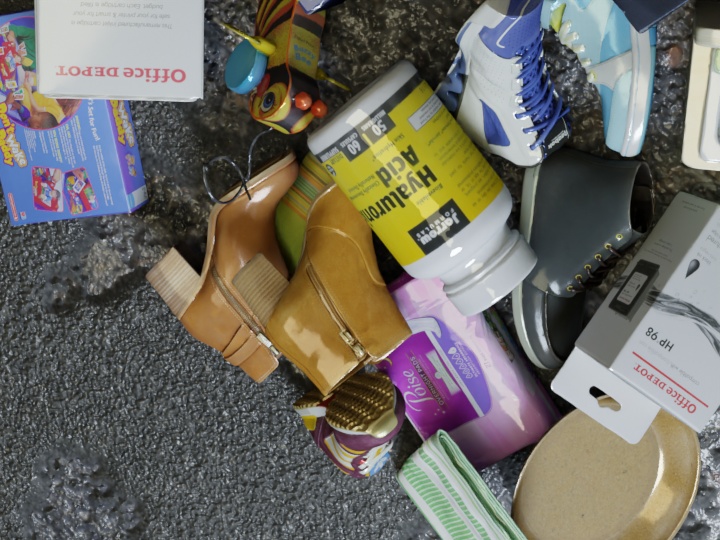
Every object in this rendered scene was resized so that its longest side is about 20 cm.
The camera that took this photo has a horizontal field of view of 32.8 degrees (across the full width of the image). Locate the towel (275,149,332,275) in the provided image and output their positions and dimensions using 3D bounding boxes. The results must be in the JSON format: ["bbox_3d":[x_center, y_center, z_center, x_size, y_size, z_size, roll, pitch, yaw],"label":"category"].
[{"bbox_3d":[-0.060,-0.027,1.171,0.086,0.018,0.200,41,114,6],"label":"towel"}]

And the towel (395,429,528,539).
[{"bbox_3d":[0.095,0.226,1.117,0.023,0.200,0.153,-34,81,-16],"label":"towel"}]

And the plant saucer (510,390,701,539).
[{"bbox_3d":[0.217,0.194,1.113,0.198,0.035,0.202,-8,112,-20],"label":"plant saucer"}]

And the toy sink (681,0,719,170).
[{"bbox_3d":[0.314,-0.136,0.933,0.129,0.200,0.113,6,108,12],"label":"toy sink"}]

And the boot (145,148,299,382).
[{"bbox_3d":[-0.087,-0.003,1.147,0.155,0.074,0.200,45,112,-6],"label":"boot"}]

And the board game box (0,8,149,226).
[{"bbox_3d":[-0.291,-0.151,1.178,0.133,0.045,0.202,-5,106,16],"label":"board game box"}]

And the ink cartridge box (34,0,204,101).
[{"bbox_3d":[-0.209,-0.255,1.072,0.146,0.086,0.202,1,106,-9],"label":"ink cartridge box"}]

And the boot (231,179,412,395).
[{"bbox_3d":[0.000,0.000,1.079,0.201,0.071,0.144,-44,84,-8],"label":"boot"}]

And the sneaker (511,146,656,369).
[{"bbox_3d":[0.194,-0.003,1.058,0.106,0.075,0.202,11,111,38],"label":"sneaker"}]

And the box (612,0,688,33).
[{"bbox_3d":[0.230,-0.323,0.898,0.200,0.123,0.199,-43,95,-8],"label":"box"}]

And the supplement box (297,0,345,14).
[{"bbox_3d":[-0.044,-0.331,1.017,0.108,0.110,0.201,-32,96,22],"label":"supplement box"}]

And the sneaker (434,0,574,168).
[{"bbox_3d":[0.131,-0.154,1.000,0.115,0.081,0.200,37,154,7],"label":"sneaker"}]

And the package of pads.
[{"bbox_3d":[0.085,0.090,1.135,0.120,0.076,0.201,-31,97,20],"label":"package of pads"}]

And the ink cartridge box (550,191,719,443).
[{"bbox_3d":[0.264,0.052,1.024,0.115,0.067,0.201,33,92,-23],"label":"ink cartridge box"}]

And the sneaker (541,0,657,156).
[{"bbox_3d":[0.181,-0.196,1.018,0.129,0.080,0.202,1,98,13],"label":"sneaker"}]

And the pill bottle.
[{"bbox_3d":[0.056,-0.064,1.019,0.111,0.111,0.200,-36,99,22],"label":"pill bottle"}]

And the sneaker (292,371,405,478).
[{"bbox_3d":[0.006,0.148,1.129,0.075,0.200,0.090,-36,101,-14],"label":"sneaker"}]

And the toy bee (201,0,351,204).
[{"bbox_3d":[-0.058,-0.160,1.049,0.108,0.130,0.202,4,97,49],"label":"toy bee"}]
